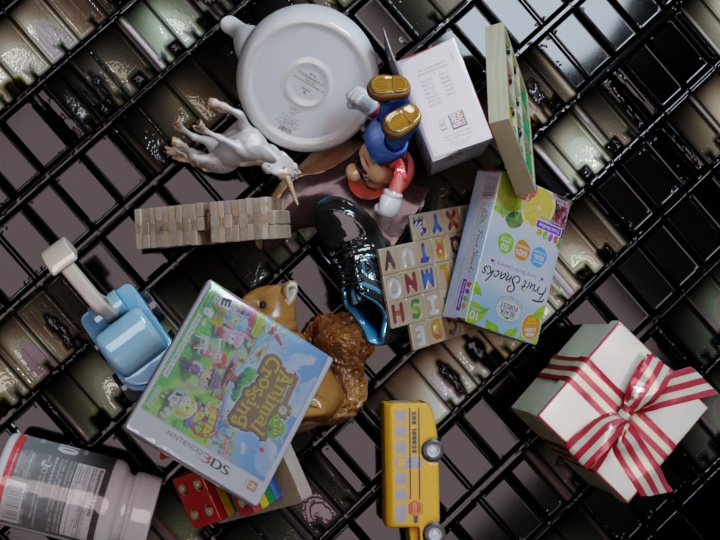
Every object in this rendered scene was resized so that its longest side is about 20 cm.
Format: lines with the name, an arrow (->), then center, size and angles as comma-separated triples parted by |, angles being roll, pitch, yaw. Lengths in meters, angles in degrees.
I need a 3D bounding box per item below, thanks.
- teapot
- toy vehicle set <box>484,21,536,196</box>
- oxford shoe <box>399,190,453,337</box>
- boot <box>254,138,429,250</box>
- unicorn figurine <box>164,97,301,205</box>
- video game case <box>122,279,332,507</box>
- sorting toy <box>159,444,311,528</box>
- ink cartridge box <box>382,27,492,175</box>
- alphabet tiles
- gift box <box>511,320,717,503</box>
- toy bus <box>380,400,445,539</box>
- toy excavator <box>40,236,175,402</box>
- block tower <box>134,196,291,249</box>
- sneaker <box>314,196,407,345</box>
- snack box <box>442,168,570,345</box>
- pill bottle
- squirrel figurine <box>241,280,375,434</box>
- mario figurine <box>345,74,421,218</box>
teapot -> -0.064, -0.254, 1.550 | 0.195, 0.146, 0.202 | -17, 109, 6
toy vehicle set -> 0.192, -0.209, 1.536 | 0.026, 0.125, 0.201 | -13, 44, 17
oxford shoe -> 0.094, -0.005, 1.599 | 0.084, 0.072, 0.203 | 12, 81, -31
boot -> -0.025, -0.074, 1.564 | 0.166, 0.072, 0.201 | 34, 76, 13
unicorn figurine -> -0.160, -0.154, 1.516 | 0.137, 0.199, 0.074 | 33, 79, -30
video game case -> -0.151, 0.143, 1.396 | 0.181, 0.022, 0.201 | 33, 69, -14
sorting toy -> -0.179, 0.217, 1.481 | 0.069, 0.199, 0.201 | -24, 89, -42
ink cartridge box -> 0.096, -0.225, 1.530 | 0.083, 0.200, 0.177 | -21, 90, 2
alphabet tiles -> 0.098, 0.008, 1.548 | 0.199, 0.007, 0.169 | -13, 94, -45
gift box -> 0.334, 0.182, 1.546 | 0.199, 0.187, 0.185 | 38, 84, -2
toy bus -> 0.068, 0.274, 1.573 | 0.077, 0.065, 0.203 | -1, 87, -6
toy excavator -> -0.305, 0.057, 1.479 | 0.099, 0.200, 0.195 | -36, 82, -7
block tower -> -0.190, -0.060, 1.533 | 0.198, 0.058, 0.055 | -3, 90, 19
sneaker -> 0.000, 0.000, 1.502 | 0.073, 0.082, 0.201 | -26, 99, 29
snack box -> 0.195, -0.017, 1.578 | 0.141, 0.053, 0.202 | 18, 84, -37
pill bottle -> -0.357, 0.283, 1.504 | 0.198, 0.114, 0.115 | 15, 86, -5
squirrel figurine -> -0.080, 0.110, 1.548 | 0.198, 0.141, 0.189 | -6, 72, -28
mario figurine -> 0.016, -0.145, 1.459 | 0.105, 0.201, 0.125 | 17, 62, 3
